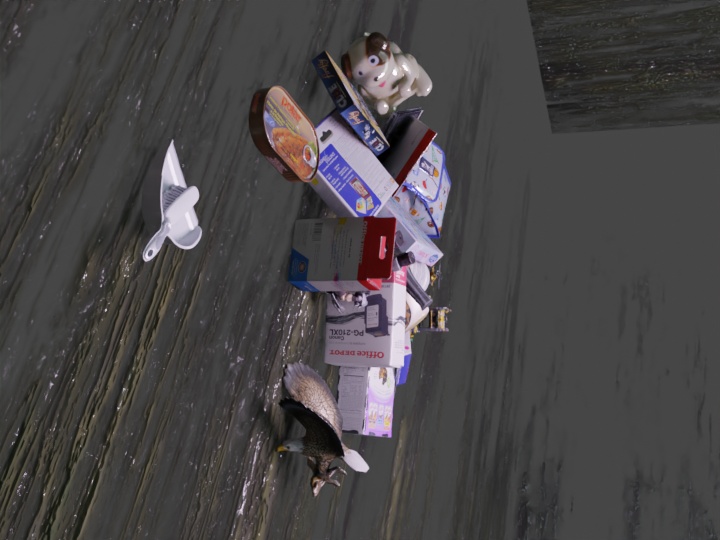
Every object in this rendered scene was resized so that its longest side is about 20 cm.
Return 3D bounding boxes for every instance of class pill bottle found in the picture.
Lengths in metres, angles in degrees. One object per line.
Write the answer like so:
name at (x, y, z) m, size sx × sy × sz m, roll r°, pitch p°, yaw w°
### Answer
pill bottle at (0.082, 0.000, 1.922) m, size 0.199 × 0.111 × 0.117 m, roll 26°, pitch 66°, yaw -66°

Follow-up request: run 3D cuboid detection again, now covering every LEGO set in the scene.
LEGO set at (0.156, 0.074, 2.106) m, size 0.153 × 0.113 × 0.206 m, roll 27°, pitch 65°, yaw -66°

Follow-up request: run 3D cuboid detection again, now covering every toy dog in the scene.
toy dog at (0.044, -0.423, 1.802) m, size 0.199 × 0.137 × 0.198 m, roll -5°, pitch 77°, yaw -68°

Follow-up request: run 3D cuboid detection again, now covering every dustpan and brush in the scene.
dustpan and brush at (-0.251, -0.069, 1.130) m, size 0.201 × 0.056 × 0.142 m, roll -61°, pitch 144°, yaw -52°

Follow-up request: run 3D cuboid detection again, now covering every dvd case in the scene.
dvd case at (0.070, -0.287, 1.917) m, size 0.150 × 0.016 × 0.200 m, roll -60°, pitch 168°, yaw 22°

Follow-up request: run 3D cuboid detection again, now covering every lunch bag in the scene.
lunch bag at (0.139, -0.202, 2.059) m, size 0.201 × 0.121 × 0.173 m, roll 62°, pitch 35°, yaw -47°

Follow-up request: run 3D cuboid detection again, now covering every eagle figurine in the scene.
eagle figurine at (-0.076, 0.276, 1.498) m, size 0.149 × 0.149 × 0.205 m, roll -20°, pitch 115°, yaw -46°

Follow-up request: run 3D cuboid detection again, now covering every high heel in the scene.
high heel at (0.078, 0.047, 1.810) m, size 0.071 × 0.143 × 0.201 m, roll -33°, pitch 166°, yaw -24°

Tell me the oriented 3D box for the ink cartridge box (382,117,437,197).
ink cartridge box at (0.091, -0.240, 1.836) m, size 0.162 × 0.047 × 0.200 m, roll -55°, pitch -173°, yaw 8°

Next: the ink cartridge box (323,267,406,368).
ink cartridge box at (0.010, 0.084, 1.688) m, size 0.084 × 0.141 × 0.206 m, roll 19°, pitch 72°, yaw -69°

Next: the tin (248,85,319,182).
tin at (-0.127, -0.228, 1.474) m, size 0.200 × 0.041 × 0.115 m, roll 46°, pitch 51°, yaw -55°

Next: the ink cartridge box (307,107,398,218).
ink cartridge box at (-0.029, -0.189, 1.664) m, size 0.201 × 0.047 × 0.198 m, roll 48°, pitch 37°, yaw -8°

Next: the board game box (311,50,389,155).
board game box at (-0.017, -0.320, 1.687) m, size 0.137 × 0.034 × 0.200 m, roll 63°, pitch 11°, yaw 24°

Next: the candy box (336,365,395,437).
candy box at (0.013, 0.237, 1.797) m, size 0.167 × 0.070 × 0.205 m, roll 31°, pitch 61°, yaw -66°

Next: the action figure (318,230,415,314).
action figure at (0.000, 0.000, 1.609) m, size 0.132 × 0.196 × 0.070 m, roll 61°, pitch 16°, yaw -17°

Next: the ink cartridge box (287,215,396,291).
ink cartridge box at (-0.022, -0.028, 1.532) m, size 0.067 × 0.195 × 0.119 m, roll 39°, pitch 55°, yaw -61°

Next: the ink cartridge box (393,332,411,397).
ink cartridge box at (0.089, 0.175, 1.937) m, size 0.203 × 0.036 × 0.096 m, roll -88°, pitch -175°, yaw -48°

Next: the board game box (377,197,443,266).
board game box at (0.073, -0.105, 1.833) m, size 0.201 × 0.041 × 0.199 m, roll 51°, pitch 12°, yaw 20°
